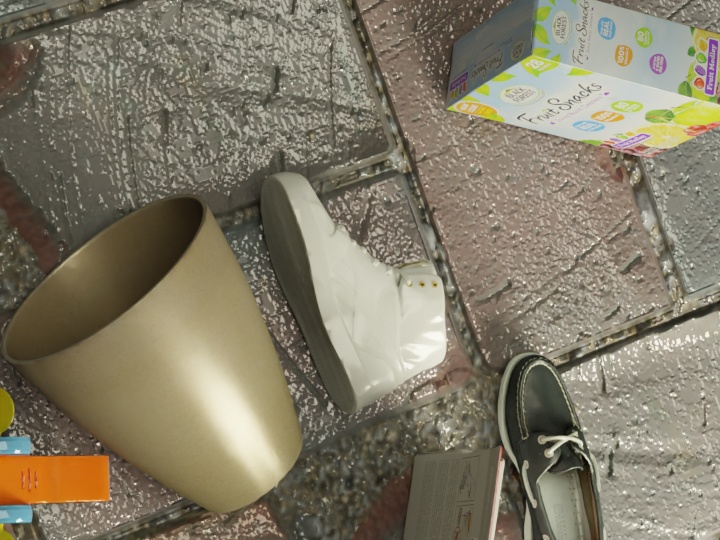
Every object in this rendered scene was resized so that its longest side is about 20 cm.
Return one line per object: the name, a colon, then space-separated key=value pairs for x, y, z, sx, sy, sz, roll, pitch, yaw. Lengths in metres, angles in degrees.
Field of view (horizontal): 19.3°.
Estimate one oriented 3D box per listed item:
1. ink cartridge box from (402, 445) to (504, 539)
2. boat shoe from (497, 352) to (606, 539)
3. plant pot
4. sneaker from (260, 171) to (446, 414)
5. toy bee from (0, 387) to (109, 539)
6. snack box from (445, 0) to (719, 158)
ink cartridge box: x=0.078 y=0.240 z=1.634 sx=0.044 sy=0.176 sz=0.201 roll=12 pitch=79 yaw=-20
boat shoe: x=0.164 y=0.165 z=1.741 sx=0.075 sy=0.060 sz=0.201 roll=-12 pitch=87 yaw=-22
plant pot: x=-0.136 y=0.080 z=1.586 sx=0.187 sy=0.187 sz=0.200 roll=-44 pitch=113 yaw=-21
sneaker: x=0.000 y=0.000 z=1.697 sx=0.115 sy=0.074 sz=0.201 roll=-25 pitch=102 yaw=-24
toy bee: x=-0.288 y=0.148 z=1.556 sx=0.200 sy=0.108 sz=0.132 roll=33 pitch=62 yaw=-40
snack box: x=0.194 y=-0.159 z=1.738 sx=0.199 sy=0.169 sz=0.068 roll=13 pitch=75 yaw=-18
